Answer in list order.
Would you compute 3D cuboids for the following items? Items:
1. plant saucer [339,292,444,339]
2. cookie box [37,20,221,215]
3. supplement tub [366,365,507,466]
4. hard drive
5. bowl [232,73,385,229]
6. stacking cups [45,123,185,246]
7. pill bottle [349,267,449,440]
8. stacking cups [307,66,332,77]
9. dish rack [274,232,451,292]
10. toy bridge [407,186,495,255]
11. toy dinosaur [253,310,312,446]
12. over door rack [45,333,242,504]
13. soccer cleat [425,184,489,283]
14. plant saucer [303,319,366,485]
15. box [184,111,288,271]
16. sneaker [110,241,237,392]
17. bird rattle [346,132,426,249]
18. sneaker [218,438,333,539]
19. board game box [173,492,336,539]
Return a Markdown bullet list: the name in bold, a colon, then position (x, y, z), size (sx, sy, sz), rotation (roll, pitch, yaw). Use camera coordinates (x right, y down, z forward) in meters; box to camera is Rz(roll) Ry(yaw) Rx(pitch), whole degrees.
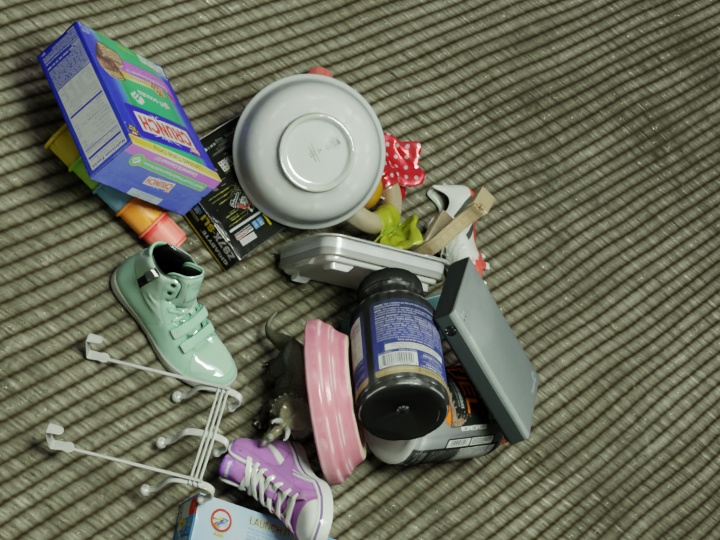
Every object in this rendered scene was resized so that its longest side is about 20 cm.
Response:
- **plant saucer**: position (0.067, 0.073, 1.786), size (0.199, 0.019, 0.070), rotation (-13, 62, -38)
- **cookie box**: position (-0.277, -0.181, 1.572), size (0.171, 0.075, 0.201), rotation (23, 34, -57)
- **supplement tub**: position (0.110, 0.186, 1.699), size (0.199, 0.122, 0.123), rotation (0, 69, -40)
- **hard drive**: position (0.162, 0.101, 1.647), size (0.201, 0.033, 0.140), rotation (58, 26, -21)
- **bowl**: position (-0.060, -0.148, 1.646), size (0.199, 0.090, 0.203), rotation (-1, 97, -8)
- **stacking cups**: position (-0.299, -0.097, 1.601), size (0.200, 0.060, 0.061), rotation (49, 51, -8)
- **pill bottle**: position (0.044, 0.096, 1.579), size (0.111, 0.112, 0.201), rotation (22, 39, -24)
- **stacking cups**: position (-0.055, -0.212, 1.785), size (0.060, 0.061, 0.201), rotation (30, 34, -19)
- **dish rack**: position (0.000, 0.000, 1.696), size (0.199, 0.171, 0.044), rotation (14, 77, -28)
- **toy bridge**: position (0.104, -0.050, 1.762), size (0.027, 0.200, 0.067), rotation (42, 53, -13)
- **toy dinosaur**: position (-0.085, 0.139, 1.605), size (0.076, 0.102, 0.201), rotation (21, 56, -21)
- **over door rack**: position (-0.248, 0.175, 1.502), size (0.199, 0.067, 0.148), rotation (22, 47, -9)
- **soccer cleat**: position (0.133, -0.038, 1.865), size (0.084, 0.069, 0.201), rotation (12, 57, -17)
- **plant saucer**: position (-0.028, 0.157, 1.586), size (0.050, 0.201, 0.202), rotation (-9, 69, 5)
- **box**: position (-0.150, -0.116, 1.720), size (0.200, 0.049, 0.160), rotation (-39, 95, -39)
- **sneaker**: position (-0.206, 0.056, 1.558), size (0.201, 0.118, 0.074), rotation (48, 50, -7)
- **bird rattle**: position (0.022, -0.112, 1.777), size (0.162, 0.112, 0.202), rotation (27, 58, -38)
- **sneaker**: position (-0.106, 0.256, 1.511), size (0.113, 0.200, 0.073), rotation (13, 102, -24)
- **board game box**: position (-0.129, 0.382, 1.496), size (0.199, 0.056, 0.197), rotation (24, 57, -23)
